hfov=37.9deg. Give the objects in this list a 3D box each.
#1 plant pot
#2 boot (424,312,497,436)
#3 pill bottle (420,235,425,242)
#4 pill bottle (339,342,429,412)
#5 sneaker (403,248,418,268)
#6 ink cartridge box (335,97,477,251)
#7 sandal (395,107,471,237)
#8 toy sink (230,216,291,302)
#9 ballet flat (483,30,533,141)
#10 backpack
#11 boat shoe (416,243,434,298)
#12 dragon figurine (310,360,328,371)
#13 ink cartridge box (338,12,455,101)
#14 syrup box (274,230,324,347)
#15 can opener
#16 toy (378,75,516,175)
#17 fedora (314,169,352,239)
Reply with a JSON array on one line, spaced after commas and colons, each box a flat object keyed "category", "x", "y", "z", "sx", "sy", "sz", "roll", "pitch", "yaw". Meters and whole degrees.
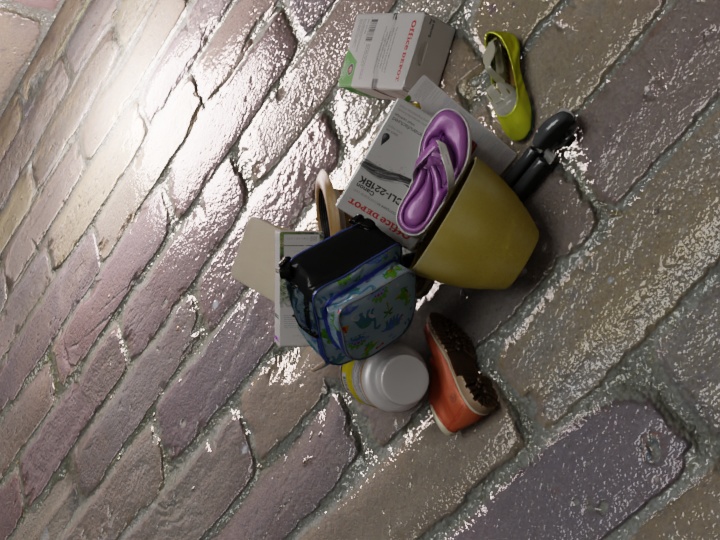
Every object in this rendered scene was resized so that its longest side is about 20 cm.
[{"category": "plant pot", "x": 0.184, "y": -0.050, "z": 1.589, "sx": 0.200, "sy": 0.142, "sz": 0.200, "roll": -60, "pitch": 2, "yaw": 4}, {"category": "boot", "x": 0.133, "y": 0.163, "z": 1.660, "sx": 0.107, "sy": 0.075, "sz": 0.200, "roll": -50, "pitch": 45, "yaw": 34}, {"category": "pill bottle", "x": 0.105, "y": -0.156, "z": 1.773, "sx": 0.106, "sy": 0.106, "sz": 0.200, "roll": -17, "pitch": 65, "yaw": 47}, {"category": "pill bottle", "x": 0.041, "y": 0.169, "z": 1.685, "sx": 0.200, "sy": 0.109, "sz": 0.109, "roll": 174, "pitch": 109, "yaw": -74}, {"category": "sneaker", "x": 0.000, "y": 0.000, "z": 1.727, "sx": 0.079, "sy": 0.200, "sz": 0.074, "roll": -120, "pitch": 14, "yaw": -46}, {"category": "ink cartridge box", "x": 0.072, "y": -0.149, "z": 1.652, "sx": 0.200, "sy": 0.144, "sz": 0.084, "roll": -60, "pitch": -3, "yaw": 8}, {"category": "sandal", "x": 0.111, "y": -0.145, "z": 1.576, "sx": 0.082, "sy": 0.050, "sz": 0.203, "roll": 20, "pitch": 96, "yaw": 14}, {"category": "toy sink", "x": -0.136, "y": -0.008, "z": 2.012, "sx": 0.200, "sy": 0.112, "sz": 0.130, "roll": 25, "pitch": 97, "yaw": 46}, {"category": "ballet flat", "x": 0.231, "y": -0.304, "z": 1.703, "sx": 0.067, "sy": 0.067, "sz": 0.200, "roll": -26, "pitch": 59, "yaw": 43}, {"category": "backpack", "x": -0.010, "y": 0.050, "z": 1.590, "sx": 0.147, "sy": 0.183, "sz": 0.200, "roll": 45, "pitch": 155, "yaw": 33}, {"category": "boat shoe", "x": 0.062, "y": -0.040, "z": 1.815, "sx": 0.072, "sy": 0.068, "sz": 0.200, "roll": -50, "pitch": 44, "yaw": 28}, {"category": "dragon figurine", "x": -0.020, "y": 0.130, "z": 1.860, "sx": 0.059, "sy": 0.099, "sz": 0.200, "roll": -112, "pitch": 34, "yaw": -40}, {"category": "ink cartridge box", "x": 0.064, "y": -0.390, "z": 1.922, "sx": 0.200, "sy": 0.084, "sz": 0.146, "roll": 18, "pitch": 91, "yaw": 52}, {"category": "syrup box", "x": -0.106, "y": 0.031, "z": 1.812, "sx": 0.081, "sy": 0.079, "sz": 0.200, "roll": -162, "pitch": 72, "yaw": -79}, {"category": "can opener", "x": 0.264, "y": -0.170, "z": 1.625, "sx": 0.200, "sy": 0.066, "sz": 0.053, "roll": -56, "pitch": 43, "yaw": 29}, {"category": "toy", "x": 0.141, "y": -0.209, "z": 1.710, "sx": 0.115, "sy": 0.200, "sz": 0.047, "roll": -49, "pitch": 1, "yaw": 2}, {"category": "fedora", "x": -0.026, "y": -0.084, "z": 1.807, "sx": 0.201, "sy": 0.082, "sz": 0.201, "roll": 171, "pitch": 90, "yaw": -81}]
